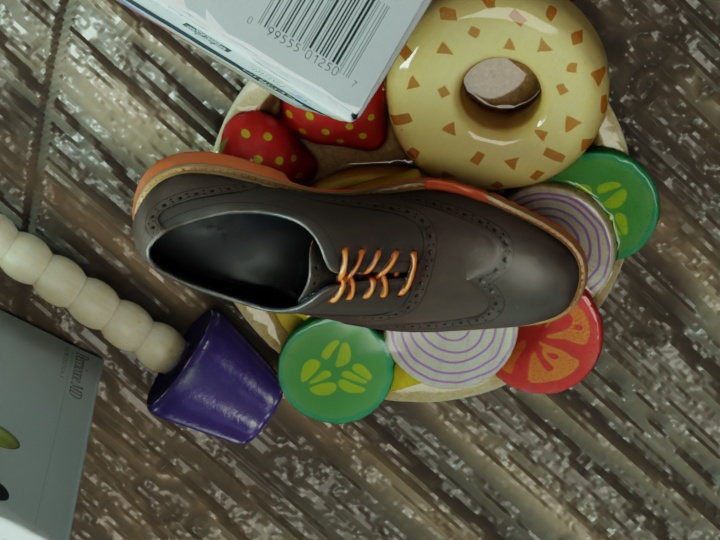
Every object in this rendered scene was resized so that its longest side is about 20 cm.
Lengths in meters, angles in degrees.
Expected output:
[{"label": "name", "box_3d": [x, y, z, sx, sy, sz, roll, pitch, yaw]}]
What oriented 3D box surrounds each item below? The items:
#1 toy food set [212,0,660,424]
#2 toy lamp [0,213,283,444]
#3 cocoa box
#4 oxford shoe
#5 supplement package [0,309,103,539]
[{"label": "toy food set", "box_3d": [0.031, -0.026, 1.281, 0.200, 0.049, 0.198, -18, 111, 5]}, {"label": "toy lamp", "box_3d": [-0.124, 0.011, 1.289, 0.200, 0.058, 0.058, 35, 107, -13]}, {"label": "cocoa box", "box_3d": [-0.063, -0.167, 1.165, 0.200, 0.131, 0.133, 31, 88, -12]}, {"label": "oxford shoe", "box_3d": [0.000, 0.000, 1.225, 0.200, 0.073, 0.071, 6, 111, -4]}, {"label": "supplement package", "box_3d": [-0.200, 0.114, 1.250, 0.111, 0.200, 0.156, 27, 108, -11]}]
